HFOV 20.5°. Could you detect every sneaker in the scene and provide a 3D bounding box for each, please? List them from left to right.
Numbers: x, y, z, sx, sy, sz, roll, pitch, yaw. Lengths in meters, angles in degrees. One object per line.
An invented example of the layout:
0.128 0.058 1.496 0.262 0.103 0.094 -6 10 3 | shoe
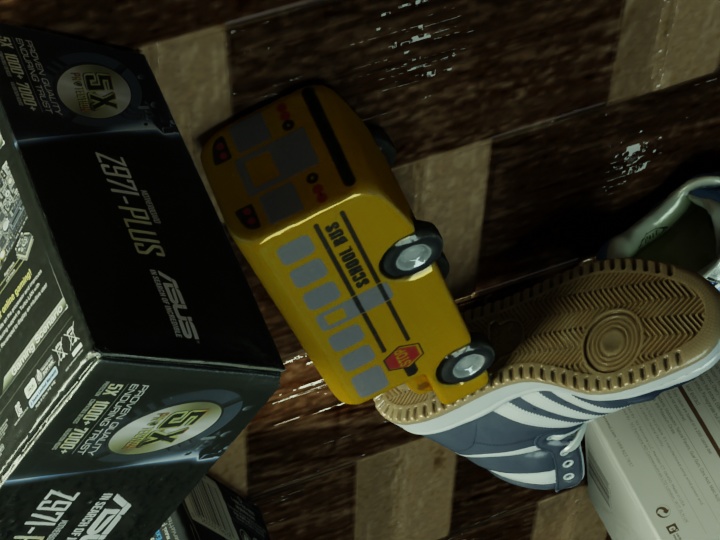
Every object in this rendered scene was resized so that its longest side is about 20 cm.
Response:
0.115 0.056 1.000 0.199 0.071 0.108 -15 145 36 | sneaker
0.207 -0.019 1.011 0.199 0.076 0.077 -28 152 -1 | sneaker

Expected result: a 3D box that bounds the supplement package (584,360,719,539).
0.247 0.114 1.182 0.199 0.120 0.122 -22 146 -7 | supplement package

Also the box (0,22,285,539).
-0.138 0.036 0.763 0.086 0.164 0.200 8 133 -42 | box

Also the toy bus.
0.000 0.000 0.901 0.078 0.065 0.200 -27 147 1 | toy bus

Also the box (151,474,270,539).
-0.142 0.197 1.034 0.199 0.107 0.122 -33 145 9 | box
